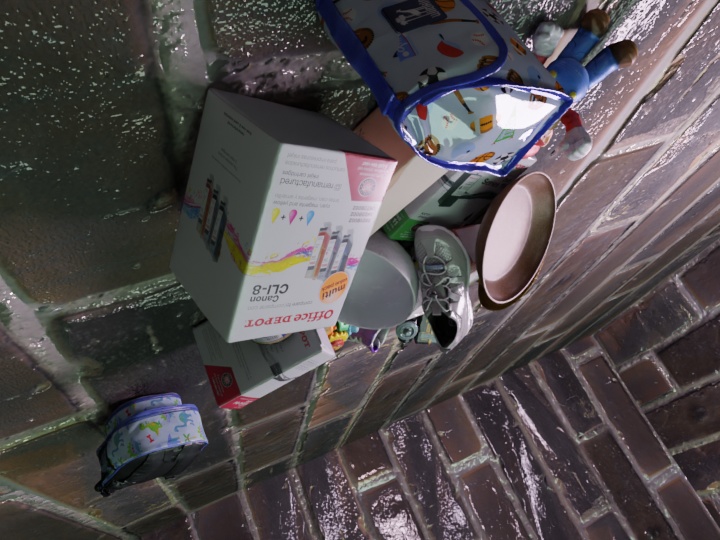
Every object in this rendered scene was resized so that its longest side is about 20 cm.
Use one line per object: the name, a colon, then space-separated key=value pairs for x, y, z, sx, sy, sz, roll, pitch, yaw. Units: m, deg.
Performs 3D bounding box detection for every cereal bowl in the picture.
cereal bowl: x=0.000 y=0.000 z=0.827 sx=0.198 sy=0.084 sz=0.201 roll=15 pitch=142 yaw=12

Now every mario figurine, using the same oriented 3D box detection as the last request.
mario figurine: x=0.243 y=-0.216 z=0.635 sx=0.200 sy=0.123 sz=0.106 roll=-47 pitch=146 yaw=-2

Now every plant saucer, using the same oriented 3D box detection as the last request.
plant saucer: x=0.227 y=-0.051 z=0.796 sx=0.199 sy=0.036 sz=0.203 roll=-24 pitch=126 yaw=-38

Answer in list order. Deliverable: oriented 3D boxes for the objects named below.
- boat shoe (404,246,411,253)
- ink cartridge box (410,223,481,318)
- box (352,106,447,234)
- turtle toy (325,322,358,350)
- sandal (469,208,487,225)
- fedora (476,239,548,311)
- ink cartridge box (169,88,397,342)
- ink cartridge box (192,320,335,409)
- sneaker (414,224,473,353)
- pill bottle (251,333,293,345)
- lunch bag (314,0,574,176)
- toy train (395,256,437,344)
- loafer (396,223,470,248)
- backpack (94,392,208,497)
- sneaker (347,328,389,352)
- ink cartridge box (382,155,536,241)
boat shoe: x=0.007 y=0.006 z=0.940 sx=0.198 sy=0.068 sz=0.072 roll=-27 pitch=157 yaw=-6
ink cartridge box: x=0.137 y=0.007 z=0.891 sx=0.116 sy=0.068 sz=0.200 roll=-12 pitch=156 yaw=-45
box: x=0.024 y=-0.126 z=0.660 sx=0.200 sy=0.096 sz=0.077 roll=-40 pitch=152 yaw=24
turtle toy: x=-0.080 y=0.116 z=1.024 sx=0.145 sy=0.102 sz=0.200 roll=0 pitch=144 yaw=-46
sandal: x=0.220 y=-0.053 z=1.052 sx=0.199 sy=0.055 sz=0.081 roll=-36 pitch=154 yaw=20
fedora: x=0.245 y=-0.032 z=0.942 sx=0.081 sy=0.202 sz=0.201 roll=23 pitch=134 yaw=-18
ink cartridge box: x=-0.086 y=-0.053 z=0.547 sx=0.144 sy=0.144 sz=0.202 roll=-4 pitch=124 yaw=-44
ink cartridge box: x=-0.160 y=0.121 z=0.895 sx=0.198 sy=0.146 sz=0.083 roll=-28 pitch=158 yaw=5
sneaker: x=0.122 y=0.029 z=0.772 sx=0.074 sy=0.202 sz=0.082 roll=-5 pitch=-150 yaw=30
pill bottle: x=-0.151 y=0.028 z=0.761 sx=0.111 sy=0.113 sz=0.200 roll=-24 pitch=156 yaw=-5
lunch bag: x=0.071 y=-0.187 z=0.487 sx=0.198 sy=0.171 sz=0.124 roll=-5 pitch=145 yaw=-39
toy train: x=0.129 y=0.062 z=1.071 sx=0.112 sy=0.086 sz=0.202 roll=4 pitch=119 yaw=-9
loafer: x=0.125 y=-0.050 z=0.928 sx=0.199 sy=0.068 sz=0.071 roll=-5 pitch=109 yaw=-44
backpack: x=-0.411 y=0.330 z=1.052 sx=0.182 sy=0.148 sz=0.200 roll=1 pitch=148 yaw=-45
sneaker: x=-0.018 y=0.135 z=1.113 sx=0.072 sy=0.115 sz=0.200 roll=1 pitch=145 yaw=-49
ink cartridge box: x=0.130 y=-0.133 z=0.763 sx=0.146 sy=0.084 sz=0.200 roll=0 pitch=144 yaw=-47
